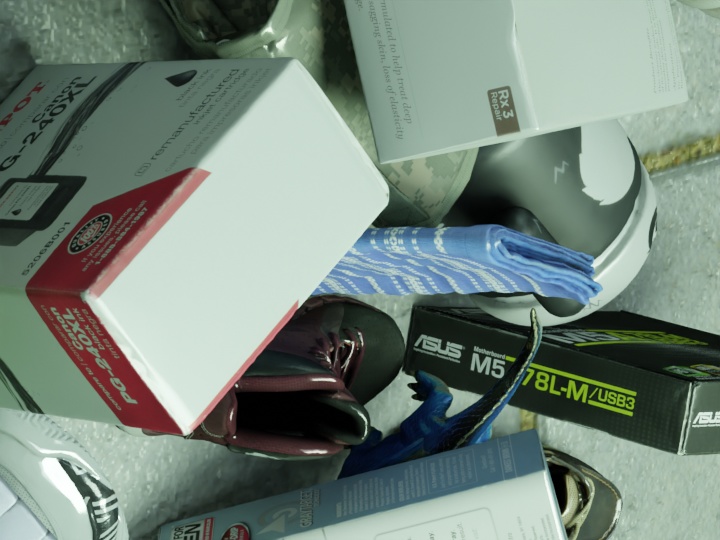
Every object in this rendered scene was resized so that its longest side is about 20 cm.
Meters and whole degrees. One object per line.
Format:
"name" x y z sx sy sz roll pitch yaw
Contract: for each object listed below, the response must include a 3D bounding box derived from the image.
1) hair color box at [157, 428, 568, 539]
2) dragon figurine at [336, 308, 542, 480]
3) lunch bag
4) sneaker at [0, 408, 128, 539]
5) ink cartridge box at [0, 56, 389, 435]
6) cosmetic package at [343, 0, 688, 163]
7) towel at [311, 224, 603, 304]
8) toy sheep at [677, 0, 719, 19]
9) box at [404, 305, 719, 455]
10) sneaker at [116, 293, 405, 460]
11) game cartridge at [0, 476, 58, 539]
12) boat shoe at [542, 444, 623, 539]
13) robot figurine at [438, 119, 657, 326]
"hair color box" 0.006 0.157 1.320 0.061 0.200 0.099 -95 169 -71
"dragon figurine" 0.028 0.106 1.369 0.059 0.200 0.099 46 28 -19
"lunch bag" -0.020 -0.129 1.220 0.164 0.117 0.200 45 36 -45
"sneaker" -0.162 0.158 1.220 0.115 0.075 0.200 -44 133 -34
"ink cartridge box" -0.109 -0.015 1.133 0.145 0.200 0.083 -51 121 -26
"cosmetic package" 0.071 -0.114 1.181 0.200 0.081 0.113 -11 90 -62
"towel" 0.000 0.000 1.246 0.145 0.200 0.024 16 73 -64
"toy sheep" 0.236 -0.205 1.520 0.200 0.138 0.138 -15 112 -37
"box" 0.161 0.059 1.468 0.200 0.193 0.048 2 102 -48
"sneaker" -0.021 0.064 1.321 0.200 0.115 0.076 -10 108 -47
"game cartridge" -0.200 0.193 1.154 0.200 0.038 0.130 -43 114 -12
"boat shoe" 0.094 0.137 1.505 0.200 0.073 0.075 12 92 -49
"robot figurine" 0.077 -0.059 1.379 0.200 0.125 0.150 51 57 -39
